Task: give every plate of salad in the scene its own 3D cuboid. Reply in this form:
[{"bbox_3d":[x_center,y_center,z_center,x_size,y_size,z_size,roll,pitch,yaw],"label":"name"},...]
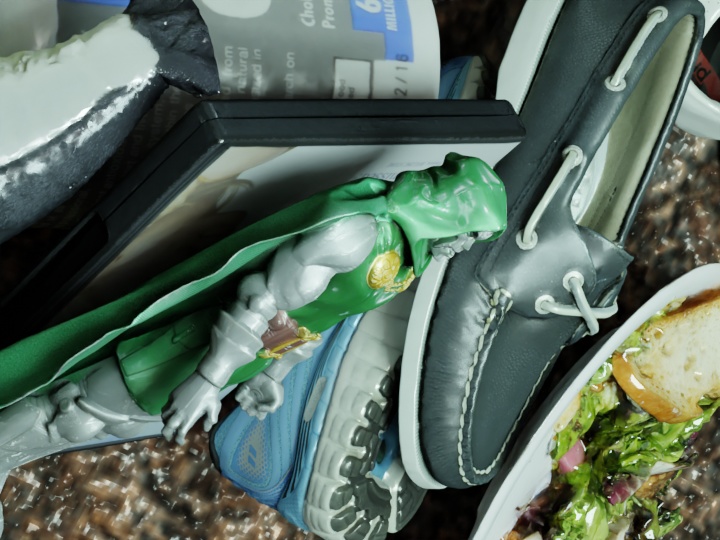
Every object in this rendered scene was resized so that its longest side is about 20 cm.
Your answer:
[{"bbox_3d":[0.100,0.088,0.838,0.200,0.048,0.200,-44,154,-28],"label":"plate of salad"}]

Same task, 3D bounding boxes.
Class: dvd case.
[{"bbox_3d":[-0.056,0.007,0.687,0.143,0.018,0.200,-6,152,-49],"label":"dvd case"}]

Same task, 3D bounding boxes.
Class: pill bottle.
[{"bbox_3d":[-0.085,-0.069,0.715,0.200,0.114,0.114,3,102,-28],"label":"pill bottle"}]

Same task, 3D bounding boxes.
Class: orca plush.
[{"bbox_3d":[-0.139,-0.033,0.627,0.200,0.071,0.105,-33,78,-7],"label":"orca plush"}]

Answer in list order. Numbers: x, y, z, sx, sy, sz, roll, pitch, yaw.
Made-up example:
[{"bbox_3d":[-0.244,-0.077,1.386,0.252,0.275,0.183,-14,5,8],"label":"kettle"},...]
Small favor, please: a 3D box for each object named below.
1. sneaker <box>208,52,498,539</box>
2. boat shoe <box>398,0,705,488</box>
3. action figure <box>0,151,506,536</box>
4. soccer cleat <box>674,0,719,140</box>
[{"bbox_3d":[0.000,0.000,0.796,0.200,0.090,0.078,-64,146,-21],"label":"sneaker"},{"bbox_3d":[0.069,-0.013,0.754,0.076,0.060,0.200,24,81,-63],"label":"boat shoe"},{"bbox_3d":[-0.046,0.021,0.621,0.200,0.118,0.055,-30,82,15],"label":"action figure"},{"bbox_3d":[0.105,-0.123,0.812,0.069,0.085,0.200,-47,119,-8],"label":"soccer cleat"}]
